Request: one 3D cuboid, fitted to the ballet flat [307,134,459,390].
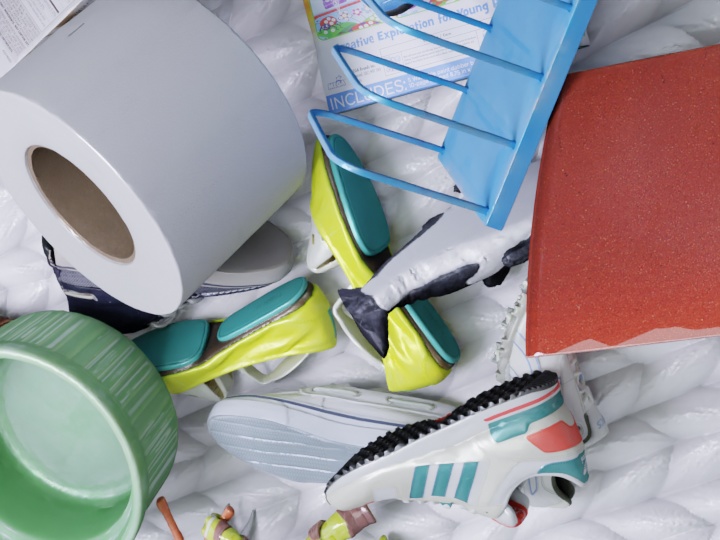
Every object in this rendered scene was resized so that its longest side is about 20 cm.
[{"bbox_3d":[0.000,0.000,1.182,0.067,0.067,0.201,-29,88,24],"label":"ballet flat"}]

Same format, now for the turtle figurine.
[{"bbox_3d":[-0.057,0.232,1.215,0.161,0.064,0.201,-31,89,-4],"label":"turtle figurine"}]

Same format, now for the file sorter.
[{"bbox_3d":[0.059,-0.156,1.028,0.122,0.139,0.201,16,108,-18],"label":"file sorter"}]

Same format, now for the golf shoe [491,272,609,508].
[{"bbox_3d":[0.139,0.080,1.144,0.097,0.078,0.201,19,115,13],"label":"golf shoe"}]

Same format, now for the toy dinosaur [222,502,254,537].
[{"bbox_3d":[-0.087,0.299,1.273,0.102,0.077,0.200,-43,78,30],"label":"toy dinosaur"}]

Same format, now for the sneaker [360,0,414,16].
[{"bbox_3d":[-0.013,-0.269,1.092,0.078,0.090,0.201,-20,91,25],"label":"sneaker"}]

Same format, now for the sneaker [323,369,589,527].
[{"bbox_3d":[0.068,0.147,1.112,0.199,0.070,0.094,-27,93,24],"label":"sneaker"}]

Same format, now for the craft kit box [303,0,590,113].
[{"bbox_3d":[0.047,-0.232,1.144,0.199,0.048,0.199,-12,96,25],"label":"craft kit box"}]

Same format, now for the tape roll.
[{"bbox_3d":[-0.156,-0.088,1.145,0.202,0.139,0.203,35,152,21],"label":"tape roll"}]

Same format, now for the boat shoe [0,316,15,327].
[{"bbox_3d":[-0.293,0.076,1.331,0.200,0.070,0.070,43,119,3],"label":"boat shoe"}]

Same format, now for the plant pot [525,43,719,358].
[{"bbox_3d":[0.219,-0.045,1.026,0.198,0.199,0.178,-8,87,25],"label":"plant pot"}]

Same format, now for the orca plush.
[{"bbox_3d":[0.087,-0.003,1.132,0.200,0.071,0.105,-42,42,-15],"label":"orca plush"}]

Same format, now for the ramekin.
[{"bbox_3d":[-0.238,0.129,1.231,0.198,0.098,0.202,8,116,17],"label":"ramekin"}]

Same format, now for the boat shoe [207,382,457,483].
[{"bbox_3d":[-0.016,0.121,1.220,0.198,0.067,0.074,11,136,14],"label":"boat shoe"}]

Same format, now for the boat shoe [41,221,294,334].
[{"bbox_3d":[-0.148,0.005,1.264,0.198,0.075,0.093,6,135,9],"label":"boat shoe"}]

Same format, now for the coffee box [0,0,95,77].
[{"bbox_3d":[-0.229,-0.209,1.230,0.200,0.114,0.080,-38,81,23],"label":"coffee box"}]

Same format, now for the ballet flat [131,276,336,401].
[{"bbox_3d":[-0.105,0.067,1.254,0.199,0.067,0.067,-21,119,24],"label":"ballet flat"}]
